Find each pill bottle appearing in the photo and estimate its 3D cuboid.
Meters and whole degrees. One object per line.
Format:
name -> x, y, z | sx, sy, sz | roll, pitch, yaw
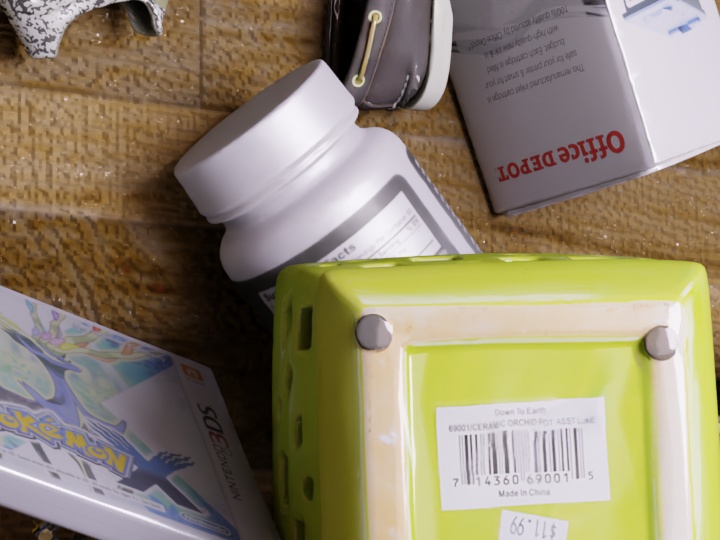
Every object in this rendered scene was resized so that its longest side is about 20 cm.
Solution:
pill bottle -> 0.000, 0.000, 1.189 | 0.114, 0.114, 0.200 | -44, 104, -29

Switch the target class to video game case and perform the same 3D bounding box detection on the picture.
video game case -> -0.138, 0.064, 1.070 | 0.199, 0.182, 0.022 | 23, 109, -26

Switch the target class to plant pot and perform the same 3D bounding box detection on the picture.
plant pot -> 0.063, 0.086, 1.039 | 0.199, 0.181, 0.200 | -1, 86, -4

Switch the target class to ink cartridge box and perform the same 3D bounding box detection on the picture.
ink cartridge box -> 0.112, -0.146, 1.264 | 0.086, 0.146, 0.201 | -21, 93, -34

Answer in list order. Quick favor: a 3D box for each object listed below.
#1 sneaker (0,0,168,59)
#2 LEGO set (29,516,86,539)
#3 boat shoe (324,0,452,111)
sneaker -> -0.112, -0.167, 1.185 | 0.199, 0.077, 0.089 | -27, 109, -27
LEGO set -> -0.136, 0.212, 1.063 | 0.154, 0.116, 0.200 | 32, 97, -40
boat shoe -> 0.012, -0.187, 1.242 | 0.060, 0.072, 0.203 | -3, 95, -28
